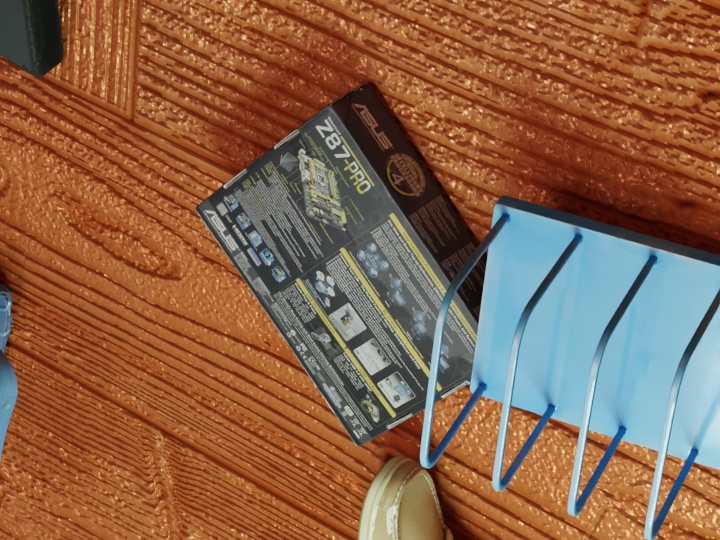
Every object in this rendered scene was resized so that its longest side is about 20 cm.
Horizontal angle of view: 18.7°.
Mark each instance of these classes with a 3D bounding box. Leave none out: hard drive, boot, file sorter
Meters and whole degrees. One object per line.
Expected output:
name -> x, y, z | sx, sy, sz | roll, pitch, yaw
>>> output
hard drive -> -0.296, -0.234, 1.543 | 0.200, 0.033, 0.140 | 33, 147, 23
boot -> 0.082, 0.224, 1.472 | 0.155, 0.072, 0.200 | 14, 126, 35
file sorter -> 0.146, 0.066, 1.264 | 0.200, 0.123, 0.139 | 17, 123, 17

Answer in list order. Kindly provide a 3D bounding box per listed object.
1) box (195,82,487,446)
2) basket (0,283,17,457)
box -> 0.000, 0.000, 1.433 | 0.200, 0.049, 0.161 | 55, 137, 0
basket -> -0.334, 0.082, 1.696 | 0.200, 0.139, 0.176 | 43, 133, 28
